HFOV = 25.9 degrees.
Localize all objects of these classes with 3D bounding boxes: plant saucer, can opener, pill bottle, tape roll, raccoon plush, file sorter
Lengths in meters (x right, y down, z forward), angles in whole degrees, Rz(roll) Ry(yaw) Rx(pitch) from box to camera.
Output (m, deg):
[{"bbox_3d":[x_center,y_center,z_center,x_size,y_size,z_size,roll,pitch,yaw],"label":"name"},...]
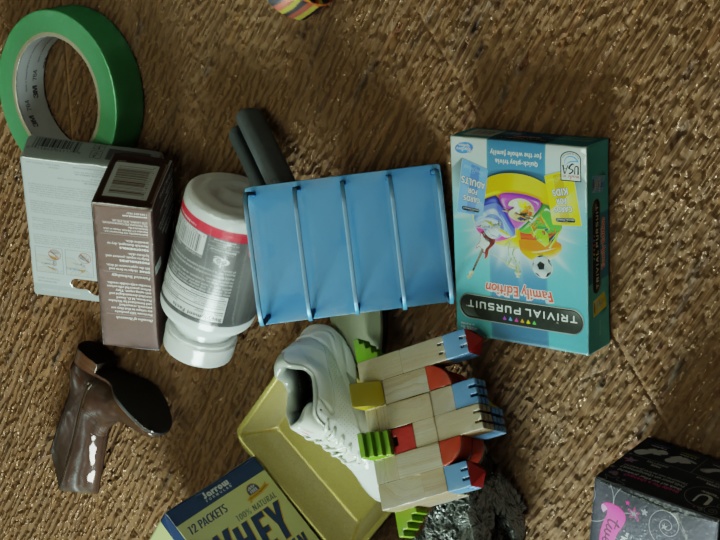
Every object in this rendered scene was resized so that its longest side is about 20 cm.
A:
[{"bbox_3d":[-0.022,0.186,1.716,0.200,0.048,0.200,47,127,16],"label":"plant saucer"},{"bbox_3d":[-0.099,-0.088,1.642,0.053,0.066,0.201,-59,42,42],"label":"can opener"},{"bbox_3d":[-0.159,0.003,1.724,0.110,0.110,0.201,32,122,26],"label":"pill bottle"},{"bbox_3d":[-0.342,-0.209,1.841,0.199,0.048,0.202,13,112,34],"label":"tape roll"},{"bbox_3d":[0.095,0.236,1.632,0.133,0.096,0.202,-17,68,44],"label":"raccoon plush"},{"bbox_3d":[-0.010,-0.023,1.522,0.198,0.123,0.140,-7,94,0],"label":"file sorter"}]

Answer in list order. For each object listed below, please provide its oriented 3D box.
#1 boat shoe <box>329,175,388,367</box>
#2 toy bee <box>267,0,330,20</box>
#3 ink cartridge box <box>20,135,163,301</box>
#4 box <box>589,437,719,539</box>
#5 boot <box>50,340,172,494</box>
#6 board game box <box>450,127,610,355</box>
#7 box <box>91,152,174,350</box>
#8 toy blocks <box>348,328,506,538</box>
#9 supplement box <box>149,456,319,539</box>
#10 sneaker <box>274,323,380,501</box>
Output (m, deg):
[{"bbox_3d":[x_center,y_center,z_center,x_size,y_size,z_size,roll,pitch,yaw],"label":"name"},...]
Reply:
[{"bbox_3d":[0.002,0.000,1.627,0.073,0.063,0.203,-4,98,40],"label":"boat shoe"},{"bbox_3d":[-0.115,-0.341,1.584,0.200,0.108,0.131,48,129,16],"label":"toy bee"},{"bbox_3d":[-0.309,-0.056,1.829,0.161,0.057,0.201,7,132,5],"label":"ink cartridge box"},{"bbox_3d":[0.288,0.281,1.462,0.131,0.114,0.202,16,113,33],"label":"box"},{"bbox_3d":[-0.316,0.216,1.942,0.186,0.064,0.201,41,123,36],"label":"boot"},{"bbox_3d":[0.163,-0.030,1.505,0.150,0.047,0.202,8,109,36],"label":"board game box"},{"bbox_3d":[-0.251,-0.019,1.755,0.074,0.100,0.201,7,128,3],"label":"box"},{"bbox_3d":[0.078,0.149,1.543,0.136,0.100,0.202,-19,70,26],"label":"toy blocks"},{"bbox_3d":[-0.139,0.360,1.777,0.200,0.134,0.200,49,142,14],"label":"supplement box"},{"bbox_3d":[-0.030,0.161,1.615,0.078,0.099,0.201,-36,85,43],"label":"sneaker"}]
